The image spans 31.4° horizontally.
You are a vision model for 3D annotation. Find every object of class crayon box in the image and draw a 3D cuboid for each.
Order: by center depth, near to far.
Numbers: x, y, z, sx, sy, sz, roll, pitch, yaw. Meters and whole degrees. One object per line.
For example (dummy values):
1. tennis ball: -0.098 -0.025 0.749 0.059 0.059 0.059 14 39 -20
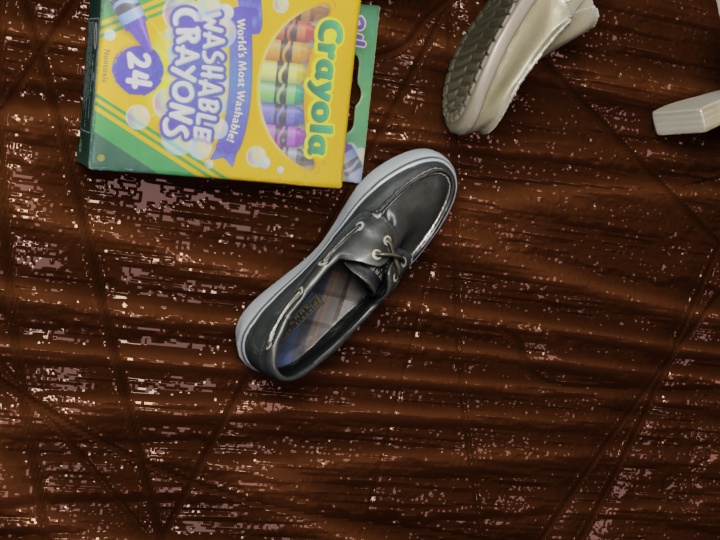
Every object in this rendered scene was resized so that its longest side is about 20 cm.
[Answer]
1. crayon box: -0.076 -0.122 0.829 0.199 0.052 0.127 3 98 -23

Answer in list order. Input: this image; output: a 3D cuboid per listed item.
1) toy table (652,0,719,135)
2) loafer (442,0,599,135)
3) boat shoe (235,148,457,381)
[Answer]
1. toy table: 0.318 -0.127 0.928 0.117 0.184 0.201 -27 96 -32
2. loafer: 0.125 -0.176 0.886 0.068 0.076 0.201 30 87 -17
3. boat shoe: 0.000 0.000 0.873 0.200 0.057 0.069 -46 121 -7
